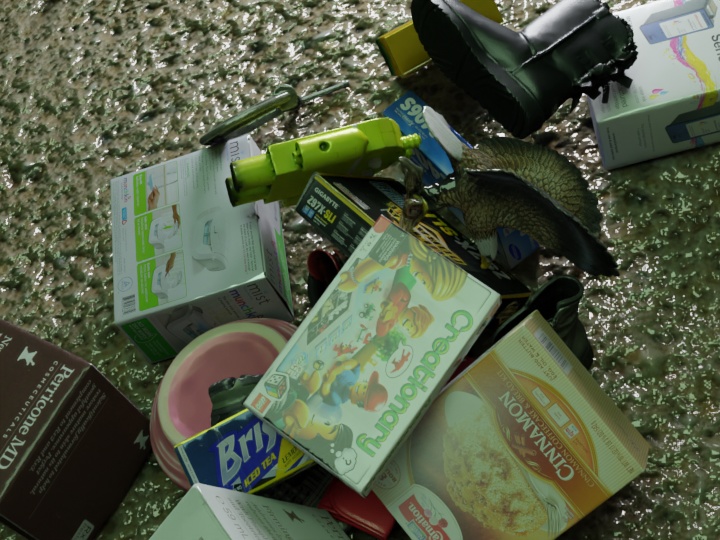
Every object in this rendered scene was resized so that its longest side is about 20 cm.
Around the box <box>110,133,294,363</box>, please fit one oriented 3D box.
[{"bbox_3d":[-0.176,-0.027,1.346,0.175,0.097,0.202,-17,54,9],"label":"box"}]

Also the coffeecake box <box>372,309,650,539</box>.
[{"bbox_3d":[0.120,0.160,1.047,0.200,0.073,0.154,-42,84,19],"label":"coffeecake box"}]

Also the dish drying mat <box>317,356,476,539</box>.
[{"bbox_3d":[0.038,0.155,1.161,0.076,0.018,0.201,19,59,25],"label":"dish drying mat"}]

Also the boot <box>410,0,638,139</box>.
[{"bbox_3d":[0.167,-0.232,1.218,0.162,0.074,0.199,-34,70,-22],"label":"boot"}]

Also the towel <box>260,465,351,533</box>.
[{"bbox_3d":[-0.061,0.180,1.208,0.192,0.035,0.200,31,74,33],"label":"towel"}]

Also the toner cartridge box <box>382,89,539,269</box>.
[{"bbox_3d":[0.104,-0.097,1.287,0.043,0.095,0.200,-37,53,-6],"label":"toner cartridge box"}]

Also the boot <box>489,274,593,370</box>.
[{"bbox_3d":[0.133,0.097,1.127,0.200,0.131,0.068,-45,56,-11],"label":"boot"}]

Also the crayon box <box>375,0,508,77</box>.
[{"bbox_3d":[0.086,-0.264,1.352,0.126,0.051,0.200,-27,10,2],"label":"crayon box"}]

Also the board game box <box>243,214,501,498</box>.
[{"bbox_3d":[0.011,0.070,1.025,0.126,0.035,0.201,33,81,16],"label":"board game box"}]

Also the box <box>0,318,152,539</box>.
[{"bbox_3d":[-0.348,0.164,1.246,0.199,0.165,0.167,20,67,30],"label":"box"}]

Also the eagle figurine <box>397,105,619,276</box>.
[{"bbox_3d":[0.135,-0.062,1.131,0.197,0.151,0.153,0,68,7],"label":"eagle figurine"}]

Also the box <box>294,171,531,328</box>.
[{"bbox_3d":[0.054,-0.019,1.196,0.200,0.159,0.050,41,109,24],"label":"box"}]

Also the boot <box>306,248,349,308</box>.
[{"bbox_3d":[0.000,0.000,1.216,0.072,0.145,0.201,-24,35,21],"label":"boot"}]

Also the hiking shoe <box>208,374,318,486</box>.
[{"bbox_3d":[-0.043,0.149,1.140,0.197,0.076,0.102,1,85,1],"label":"hiking shoe"}]

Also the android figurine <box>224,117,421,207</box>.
[{"bbox_3d":[-0.036,-0.107,1.242,0.198,0.182,0.042,-14,82,-14],"label":"android figurine"}]

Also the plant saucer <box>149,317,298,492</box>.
[{"bbox_3d":[-0.125,0.128,1.226,0.198,0.051,0.202,-11,53,15],"label":"plant saucer"}]

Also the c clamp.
[{"bbox_3d":[-0.102,-0.183,1.384,0.169,0.200,0.027,-24,95,9],"label":"c clamp"}]

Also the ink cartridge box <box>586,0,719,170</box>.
[{"bbox_3d":[0.334,-0.206,1.276,0.198,0.088,0.147,-12,55,11],"label":"ink cartridge box"}]

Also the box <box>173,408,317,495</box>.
[{"bbox_3d":[-0.058,0.139,1.071,0.198,0.064,0.071,-27,81,-3],"label":"box"}]

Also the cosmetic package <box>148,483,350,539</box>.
[{"bbox_3d":[-0.086,0.302,1.012,0.167,0.200,0.167,-51,56,8],"label":"cosmetic package"}]
